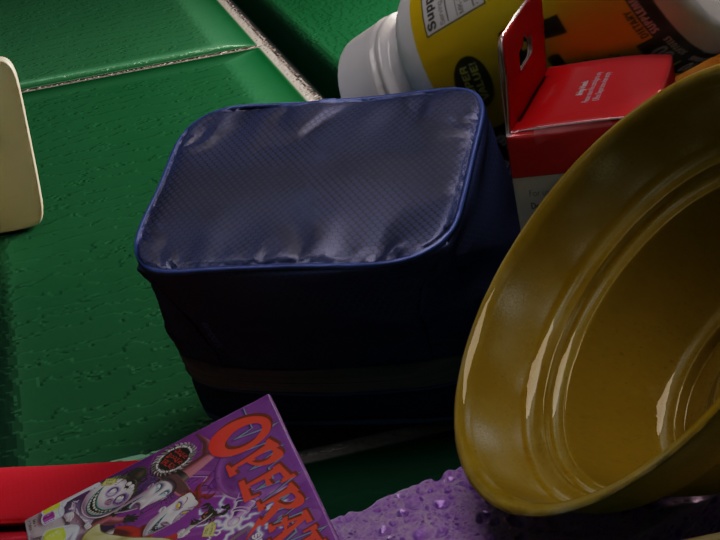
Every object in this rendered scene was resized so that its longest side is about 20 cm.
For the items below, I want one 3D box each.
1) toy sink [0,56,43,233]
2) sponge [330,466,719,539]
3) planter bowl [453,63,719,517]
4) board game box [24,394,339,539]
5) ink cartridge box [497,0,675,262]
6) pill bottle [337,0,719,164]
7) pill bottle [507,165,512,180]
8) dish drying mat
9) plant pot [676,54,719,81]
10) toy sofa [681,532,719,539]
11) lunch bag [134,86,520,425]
[{"bbox_3d":[-0.329,-0.061,1.226,0.198,0.131,0.112,-11,19,-8],"label":"toy sink"},{"bbox_3d":[0.046,0.116,0.706,0.199,0.030,0.111,-20,21,-28],"label":"sponge"},{"bbox_3d":[0.132,0.024,0.681,0.200,0.083,0.201,-43,27,27],"label":"planter bowl"},{"bbox_3d":[-0.061,0.126,0.660,0.119,0.032,0.200,-24,26,-6],"label":"board game box"},{"bbox_3d":[0.116,-0.027,0.817,0.067,0.202,0.116,-5,19,16],"label":"ink cartridge box"},{"bbox_3d":[0.091,-0.126,0.920,0.199,0.115,0.114,-28,6,33],"label":"pill bottle"},{"bbox_3d":[0.123,-0.048,1.014,0.111,0.113,0.199,-21,23,-32],"label":"pill bottle"},{"bbox_3d":[-0.167,0.112,0.831,0.198,0.018,0.077,-5,19,11],"label":"dish drying mat"},{"bbox_3d":[0.266,-0.145,1.009,0.198,0.202,0.183,-10,-4,-4],"label":"plant pot"},{"bbox_3d":[0.203,0.104,0.620,0.199,0.098,0.083,-22,-2,-32],"label":"toy sofa"},{"bbox_3d":[0.000,0.000,0.896,0.198,0.133,0.136,-1,43,21],"label":"lunch bag"}]
